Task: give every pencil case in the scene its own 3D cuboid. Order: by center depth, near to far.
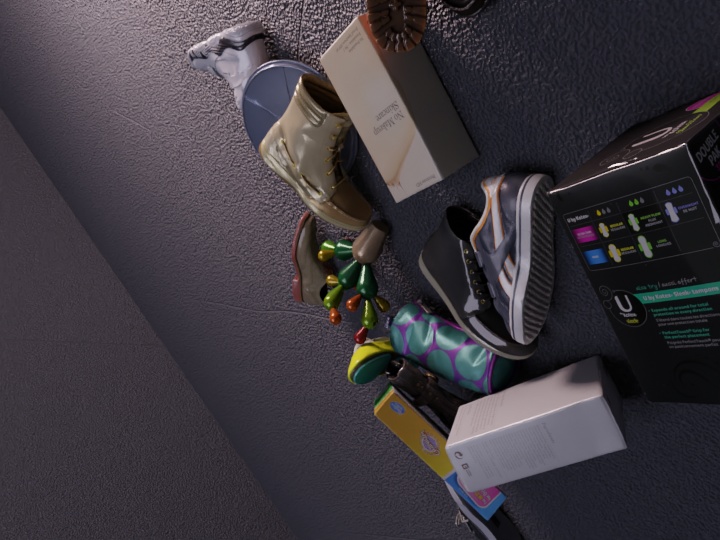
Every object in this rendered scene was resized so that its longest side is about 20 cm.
[{"bbox_3d":[0.130,0.108,0.843,0.198,0.084,0.094,20,105,45],"label":"pencil case"}]

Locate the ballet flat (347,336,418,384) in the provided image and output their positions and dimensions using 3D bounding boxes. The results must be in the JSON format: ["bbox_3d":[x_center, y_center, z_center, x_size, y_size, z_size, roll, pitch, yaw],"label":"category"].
[{"bbox_3d":[0.028,0.136,0.932,0.067,0.199,0.067,45,113,28],"label":"ballet flat"}]

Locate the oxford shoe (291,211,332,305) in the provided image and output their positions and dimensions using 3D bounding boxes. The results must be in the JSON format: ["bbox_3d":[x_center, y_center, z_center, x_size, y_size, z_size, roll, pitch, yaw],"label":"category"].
[{"bbox_3d":[-0.083,-0.019,1.075,0.074,0.071,0.202,15,134,13],"label":"oxford shoe"}]

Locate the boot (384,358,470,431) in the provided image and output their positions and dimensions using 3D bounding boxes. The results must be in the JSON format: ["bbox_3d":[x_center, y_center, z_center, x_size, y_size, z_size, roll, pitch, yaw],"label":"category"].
[{"bbox_3d":[0.114,0.189,0.878,0.173,0.070,0.200,34,169,5],"label":"boot"}]

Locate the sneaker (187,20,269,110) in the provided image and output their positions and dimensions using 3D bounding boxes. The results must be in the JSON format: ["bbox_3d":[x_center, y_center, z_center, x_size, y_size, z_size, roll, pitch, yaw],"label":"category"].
[{"bbox_3d":[-0.207,-0.320,0.944,0.198,0.075,0.117,5,119,50],"label":"sneaker"}]

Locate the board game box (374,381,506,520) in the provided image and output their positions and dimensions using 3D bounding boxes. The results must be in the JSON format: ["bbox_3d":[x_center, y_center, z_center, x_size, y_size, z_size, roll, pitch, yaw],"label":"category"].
[{"bbox_3d":[0.105,0.247,0.831,0.200,0.040,0.153,42,177,5],"label":"board game box"}]

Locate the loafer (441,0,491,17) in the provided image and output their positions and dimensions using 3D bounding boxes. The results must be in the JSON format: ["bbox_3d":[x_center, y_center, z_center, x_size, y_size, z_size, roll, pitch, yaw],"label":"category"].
[{"bbox_3d":[0.090,-0.326,0.513,0.073,0.071,0.202,34,142,33],"label":"loafer"}]

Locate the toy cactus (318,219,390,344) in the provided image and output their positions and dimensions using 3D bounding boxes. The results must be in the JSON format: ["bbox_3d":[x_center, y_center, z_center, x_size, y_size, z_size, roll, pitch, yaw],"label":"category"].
[{"bbox_3d":[0.000,0.000,0.923,0.166,0.101,0.201,-58,32,28],"label":"toy cactus"}]

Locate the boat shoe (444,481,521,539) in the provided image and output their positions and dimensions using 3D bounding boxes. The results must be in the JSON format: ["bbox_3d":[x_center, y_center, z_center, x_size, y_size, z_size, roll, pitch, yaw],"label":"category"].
[{"bbox_3d":[0.204,0.428,1.046,0.200,0.074,0.068,48,135,-3],"label":"boat shoe"}]

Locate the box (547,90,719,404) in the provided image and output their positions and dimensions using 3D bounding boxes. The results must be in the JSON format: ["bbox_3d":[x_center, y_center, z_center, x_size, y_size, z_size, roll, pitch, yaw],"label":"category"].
[{"bbox_3d":[0.271,-0.020,0.459,0.124,0.148,0.202,-18,103,60],"label":"box"}]

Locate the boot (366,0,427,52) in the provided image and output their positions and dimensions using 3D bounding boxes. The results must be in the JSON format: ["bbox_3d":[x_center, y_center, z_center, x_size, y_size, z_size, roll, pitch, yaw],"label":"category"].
[{"bbox_3d":[0.035,-0.330,0.572,0.074,0.108,0.203,3,120,8],"label":"boot"}]

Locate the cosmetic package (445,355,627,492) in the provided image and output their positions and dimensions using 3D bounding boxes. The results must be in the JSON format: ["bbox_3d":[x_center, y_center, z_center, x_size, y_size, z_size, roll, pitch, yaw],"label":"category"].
[{"bbox_3d":[0.209,0.186,0.702,0.198,0.102,0.075,-26,98,27],"label":"cosmetic package"}]

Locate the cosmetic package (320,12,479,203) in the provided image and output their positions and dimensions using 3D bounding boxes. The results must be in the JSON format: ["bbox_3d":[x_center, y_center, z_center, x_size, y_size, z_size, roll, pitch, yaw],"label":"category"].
[{"bbox_3d":[0.045,-0.196,0.700,0.202,0.073,0.103,61,149,-5],"label":"cosmetic package"}]

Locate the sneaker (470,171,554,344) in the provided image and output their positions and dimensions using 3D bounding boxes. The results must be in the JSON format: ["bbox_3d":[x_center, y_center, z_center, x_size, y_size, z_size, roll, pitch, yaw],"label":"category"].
[{"bbox_3d":[0.176,-0.016,0.674,0.079,0.078,0.203,17,121,41],"label":"sneaker"}]

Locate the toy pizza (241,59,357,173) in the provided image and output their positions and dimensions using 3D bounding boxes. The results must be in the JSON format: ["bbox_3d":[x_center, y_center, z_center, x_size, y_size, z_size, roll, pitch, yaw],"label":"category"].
[{"bbox_3d":[-0.090,-0.219,0.880,0.197,0.032,0.202,17,134,18],"label":"toy pizza"}]

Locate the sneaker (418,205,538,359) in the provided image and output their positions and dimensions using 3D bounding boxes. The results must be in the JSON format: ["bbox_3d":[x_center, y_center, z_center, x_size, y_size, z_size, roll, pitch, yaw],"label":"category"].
[{"bbox_3d":[0.155,0.017,0.733,0.200,0.074,0.107,47,150,19],"label":"sneaker"}]

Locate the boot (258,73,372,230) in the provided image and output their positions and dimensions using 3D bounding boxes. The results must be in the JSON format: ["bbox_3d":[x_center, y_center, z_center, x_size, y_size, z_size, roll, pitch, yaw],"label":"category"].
[{"bbox_3d":[-0.036,-0.161,0.824,0.200,0.073,0.155,42,135,-3],"label":"boot"}]
